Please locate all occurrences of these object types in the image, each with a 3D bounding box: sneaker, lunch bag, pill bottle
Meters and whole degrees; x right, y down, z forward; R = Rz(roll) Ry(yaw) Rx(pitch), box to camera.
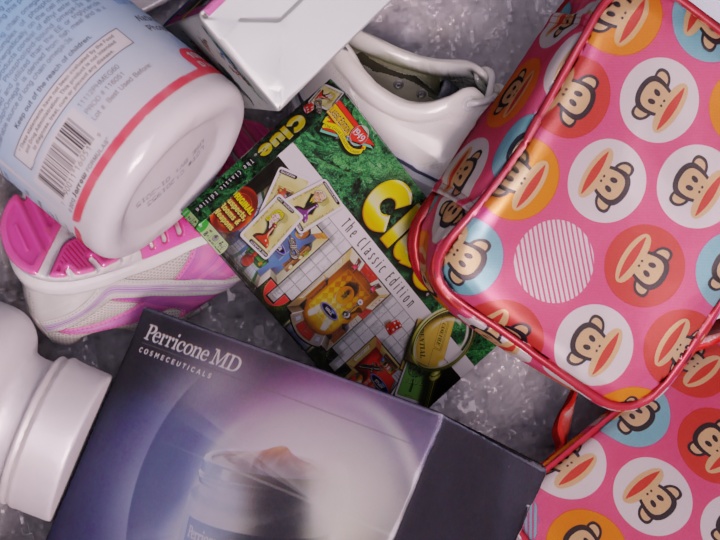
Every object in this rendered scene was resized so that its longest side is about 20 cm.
[{"bbox_3d":[-0.100,-0.017,1.158,0.200,0.088,0.081,-14,56,-23],"label":"sneaker"},{"bbox_3d":[0.172,0.127,1.161,0.200,0.082,0.176,-33,74,-22],"label":"lunch bag"},{"bbox_3d":[0.061,-0.071,1.163,0.200,0.073,0.071,20,129,-7],"label":"sneaker"},{"bbox_3d":[0.142,-0.034,1.110,0.176,0.082,0.200,35,90,-16],"label":"lunch bag"},{"bbox_3d":[-0.164,-0.106,1.077,0.200,0.109,0.109,40,87,12],"label":"pill bottle"},{"bbox_3d":[-0.235,0.055,1.107,0.200,0.112,0.112,23,90,2],"label":"pill bottle"}]

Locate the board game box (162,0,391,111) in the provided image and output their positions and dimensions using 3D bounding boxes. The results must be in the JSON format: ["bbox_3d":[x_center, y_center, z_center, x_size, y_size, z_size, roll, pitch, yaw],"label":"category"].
[{"bbox_3d":[-0.022,-0.153,1.094,0.148,0.200,0.064,-44,99,-4],"label":"board game box"}]

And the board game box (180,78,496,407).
[{"bbox_3d":[0.000,0.000,1.145,0.105,0.023,0.200,-44,129,-5],"label":"board game box"}]

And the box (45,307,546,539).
[{"bbox_3d":[-0.046,0.147,1.080,0.200,0.123,0.199,17,80,35],"label":"box"}]

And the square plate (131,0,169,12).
[{"bbox_3d":[-0.217,-0.196,1.153,0.200,0.028,0.198,-29,96,-5],"label":"square plate"}]

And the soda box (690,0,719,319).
[{"bbox_3d":[0.189,-0.072,1.196,0.068,0.064,0.200,-8,93,-6],"label":"soda box"}]
